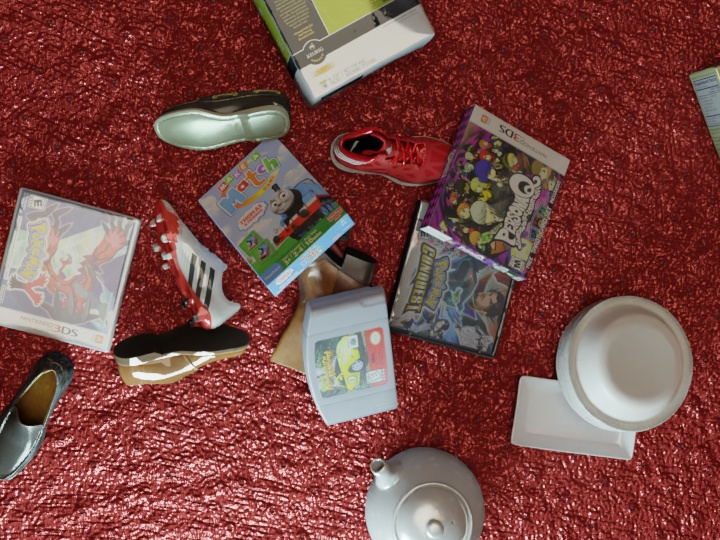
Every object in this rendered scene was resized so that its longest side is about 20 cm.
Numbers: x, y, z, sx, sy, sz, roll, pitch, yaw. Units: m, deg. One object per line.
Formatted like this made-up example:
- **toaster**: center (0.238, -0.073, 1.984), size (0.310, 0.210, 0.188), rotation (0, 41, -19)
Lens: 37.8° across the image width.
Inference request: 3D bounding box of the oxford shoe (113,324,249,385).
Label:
- **oxford shoe**: center (-0.259, 0.127, 1.546), size (0.196, 0.072, 0.072), rotation (-8, 122, -6)

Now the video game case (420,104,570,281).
- **video game case**: center (0.202, -0.114, 1.556), size (0.179, 0.036, 0.203), rotation (27, 78, -17)

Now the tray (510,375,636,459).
- **tray**: center (0.332, 0.226, 1.626), size (0.196, 0.022, 0.110), rotation (8, 93, -7)

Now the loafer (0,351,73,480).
- **loafer**: center (-0.484, 0.213, 1.513), size (0.072, 0.072, 0.203), rotation (25, 91, -8)

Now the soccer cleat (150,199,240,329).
- **soccer cleat**: center (-0.242, -0.013, 1.535), size (0.084, 0.068, 0.203), rotation (-22, 87, -28)

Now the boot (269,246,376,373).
- **boot**: center (-0.091, 0.043, 1.560), size (0.185, 0.069, 0.203), rotation (21, 106, -7)

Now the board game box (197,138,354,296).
- **board game box**: center (-0.124, -0.083, 1.499), size (0.151, 0.037, 0.200), rotation (-42, 57, -2)

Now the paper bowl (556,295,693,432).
- **paper bowl**: center (0.401, 0.139, 1.574), size (0.197, 0.104, 0.205), rotation (1, 82, -7)

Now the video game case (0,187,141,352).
- **video game case**: center (-0.431, 0.000, 1.533), size (0.179, 0.023, 0.204), rotation (14, 91, -7)

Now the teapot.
- **teapot**: center (0.103, 0.366, 1.546), size (0.196, 0.146, 0.202), rotation (2, 93, -7)

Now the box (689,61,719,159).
- **box**: center (0.627, -0.243, 1.597), size (0.173, 0.097, 0.203), rotation (-24, 96, -4)

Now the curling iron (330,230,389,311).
- **curling iron**: center (0.000, 0.000, 1.576), size (0.049, 0.026, 0.202), rotation (-31, 96, -1)

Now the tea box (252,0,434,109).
- **tea box**: center (-0.031, -0.369, 1.502), size (0.198, 0.134, 0.199), rotation (-28, 96, -4)

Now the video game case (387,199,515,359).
- **video game case**: center (0.144, 0.014, 1.585), size (0.178, 0.025, 0.204), rotation (15, 91, -12)

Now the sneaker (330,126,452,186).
- **sneaker**: center (0.057, -0.165, 1.530), size (0.196, 0.116, 0.080), rotation (0, 93, -6)

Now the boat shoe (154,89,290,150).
- **boat shoe**: center (-0.199, -0.224, 1.530), size (0.197, 0.061, 0.072), rotation (-3, 137, 2)

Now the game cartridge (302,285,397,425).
- **game cartridge**: center (-0.018, 0.129, 1.540), size (0.131, 0.041, 0.203), rotation (-11, 114, -7)
